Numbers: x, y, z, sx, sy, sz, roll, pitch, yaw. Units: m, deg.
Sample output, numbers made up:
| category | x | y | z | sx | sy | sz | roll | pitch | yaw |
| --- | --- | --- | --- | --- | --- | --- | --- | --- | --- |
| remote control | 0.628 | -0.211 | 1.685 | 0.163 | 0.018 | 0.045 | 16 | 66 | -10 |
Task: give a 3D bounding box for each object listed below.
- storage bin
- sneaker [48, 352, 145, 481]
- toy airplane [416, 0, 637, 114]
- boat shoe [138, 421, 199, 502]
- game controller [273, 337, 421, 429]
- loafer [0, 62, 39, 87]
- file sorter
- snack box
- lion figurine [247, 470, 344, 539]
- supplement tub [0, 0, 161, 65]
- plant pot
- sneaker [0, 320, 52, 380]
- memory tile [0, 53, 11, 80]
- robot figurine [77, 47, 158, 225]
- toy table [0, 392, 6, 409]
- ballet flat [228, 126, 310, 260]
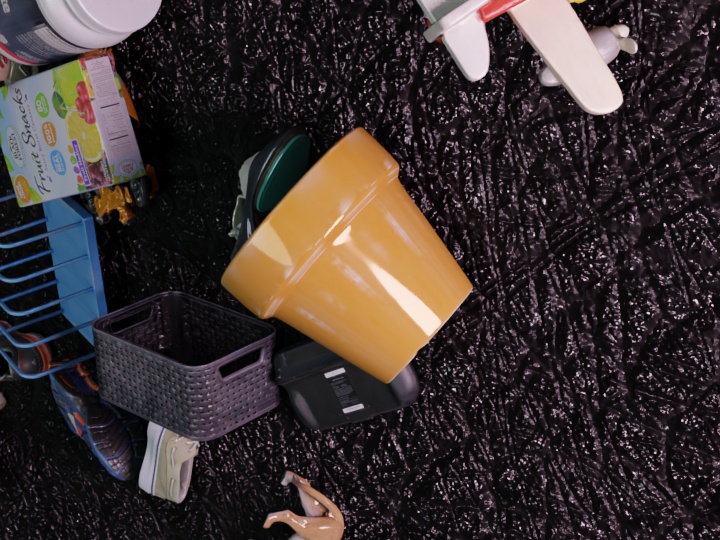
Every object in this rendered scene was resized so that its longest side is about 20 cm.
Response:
| category | x | y | z | sx | sy | sz | roll | pitch | yaw |
| --- | --- | --- | --- | --- | --- | --- | --- | --- | --- |
| storage bin | -0.201 | 0.106 | 1.554 | 0.199 | 0.135 | 0.095 | 18 | 119 | 39 |
| sneaker | -0.350 | 0.201 | 1.807 | 0.201 | 0.075 | 0.079 | 53 | 145 | 26 |
| toy airplane | 0.132 | -0.238 | 1.066 | 0.197 | 0.141 | 0.202 | 12 | 105 | 6 |
| boat shoe | -0.230 | 0.210 | 1.694 | 0.062 | 0.072 | 0.201 | 23 | 130 | 7 |
| game controller | -0.017 | 0.114 | 1.454 | 0.199 | 0.042 | 0.105 | -22 | 106 | 48 |
| loafer | -0.442 | -0.265 | 1.684 | 0.075 | 0.068 | 0.202 | 8 | 113 | 43 |
| file sorter | -0.405 | 0.013 | 1.698 | 0.139 | 0.122 | 0.202 | 35 | 137 | 47 |
| snack box | -0.342 | -0.158 | 1.556 | 0.199 | 0.053 | 0.144 | -7 | 100 | 44 |
| lion figurine | -0.066 | 0.324 | 1.561 | 0.122 | 0.073 | 0.201 | 25 | 124 | -6 |
| supplement tub | -0.324 | -0.309 | 1.492 | 0.199 | 0.140 | 0.142 | -4 | 105 | 46 |
| plant pot | 0.000 | 0.000 | 1.284 | 0.183 | 0.200 | 0.200 | 42 | 135 | 1 |
| sneaker | -0.521 | 0.120 | 1.923 | 0.199 | 0.082 | 0.078 | -2 | 106 | 45 |
| memory tile | -0.429 | -0.299 | 1.556 | 0.017 | 0.201 | 0.154 | -8 | 123 | 19 |
| robot figurine | -0.301 | -0.153 | 1.599 | 0.144 | 0.058 | 0.202 | -16 | 95 | 48 |
| toy table | -0.619 | 0.251 | 2.025 | 0.200 | 0.184 | 0.117 | 43 | 150 | 6 |
| ballet flat | -0.104 | -0.075 | 1.431 | 0.073 | 0.073 | 0.201 | 36 | 132 | 28 |
